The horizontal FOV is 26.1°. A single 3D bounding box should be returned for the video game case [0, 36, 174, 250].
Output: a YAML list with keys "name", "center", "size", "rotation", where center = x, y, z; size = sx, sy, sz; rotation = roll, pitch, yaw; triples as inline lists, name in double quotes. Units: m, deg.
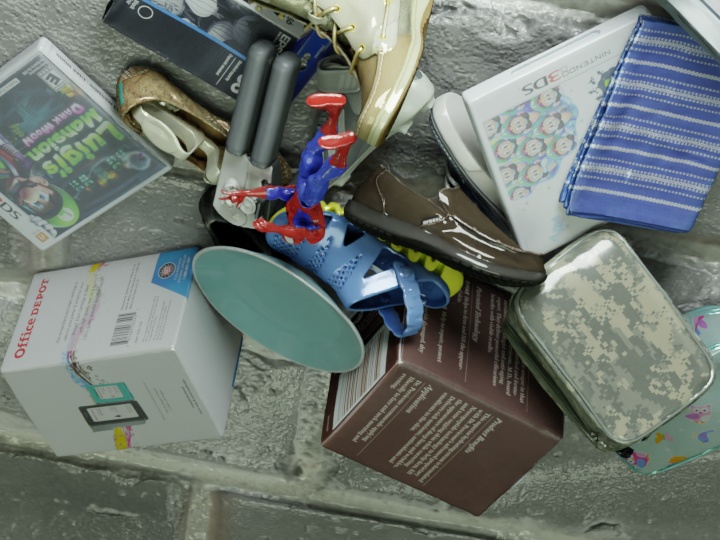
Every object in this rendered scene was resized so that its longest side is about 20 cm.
- name: "video game case"
  center: [-0.315, -0.120, 1.541]
  size: [0.199, 0.023, 0.182]
  rotation: [-28, 124, 30]

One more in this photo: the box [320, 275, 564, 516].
- name: "box"
  center: [0.087, 0.118, 1.613]
  size: [0.199, 0.165, 0.166]
  rotation: [26, 132, -17]

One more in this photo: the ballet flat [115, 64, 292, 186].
- name: "ballet flat"
  center: [-0.153, -0.119, 1.489]
  size: [0.199, 0.066, 0.070]
  rotation: [31, 129, -21]

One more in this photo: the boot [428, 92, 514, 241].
- name: "boot"
  center: [0.102, -0.079, 1.487]
  size: [0.090, 0.073, 0.200]
  rotation: [-22, 125, 29]

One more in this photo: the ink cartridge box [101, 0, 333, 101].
- name: "ink cartridge box"
  center: [-0.125, -0.218, 1.409]
  size: [0.199, 0.039, 0.100]
  rotation: [27, 131, -18]

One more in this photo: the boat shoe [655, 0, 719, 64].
- name: "boat shoe"
  center: [0.265, -0.259, 1.304]
  size: [0.200, 0.074, 0.067]
  rotation: [40, 96, -21]

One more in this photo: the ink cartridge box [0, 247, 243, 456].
- name: "ink cartridge box"
  center: [-0.249, 0.088, 1.646]
  size: [0.198, 0.148, 0.147]
  rotation: [-8, 133, 16]

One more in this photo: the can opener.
- name: "can opener"
  center: [-0.095, -0.124, 1.435]
  size: [0.052, 0.067, 0.201]
  rotation: [25, 131, 12]

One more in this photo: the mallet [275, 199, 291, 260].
- name: "mallet"
  center: [0.000, -0.040, 1.537]
  size: [0.198, 0.041, 0.066]
  rotation: [4, 137, 22]

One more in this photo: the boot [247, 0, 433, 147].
- name: "boot"
  center: [-0.023, -0.205, 1.297]
  size: [0.153, 0.201, 0.072]
  rotation: [19, 146, -9]

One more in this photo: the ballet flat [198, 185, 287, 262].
- name: "ballet flat"
  center: [-0.115, -0.004, 1.600]
  size: [0.066, 0.057, 0.201]
  rotation: [-14, 130, 22]

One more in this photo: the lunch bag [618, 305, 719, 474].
- name: "lunch bag"
  center: [0.341, 0.131, 1.653]
  size: [0.199, 0.078, 0.160]
  rotation: [-27, 126, 29]

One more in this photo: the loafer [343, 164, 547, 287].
- name: "loafer"
  center: [0.085, -0.043, 1.430]
  size: [0.198, 0.072, 0.073]
  rotation: [22, 175, 4]

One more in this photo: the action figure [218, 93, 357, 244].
- name: "action figure"
  center: [-0.068, -0.075, 1.372]
  size: [0.098, 0.066, 0.200]
  rotation: [-8, 153, -13]

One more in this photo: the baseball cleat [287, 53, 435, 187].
- name: "baseball cleat"
  center: [-0.020, -0.143, 1.458]
  size: [0.106, 0.070, 0.200]
  rotation: [44, 124, -13]

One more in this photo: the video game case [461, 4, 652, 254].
- name: "video game case"
  center: [0.203, -0.121, 1.419]
  size: [0.181, 0.024, 0.201]
  rotation: [-26, 130, -1]

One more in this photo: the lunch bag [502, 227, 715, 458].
- name: "lunch bag"
  center: [0.237, 0.078, 1.522]
  size: [0.139, 0.168, 0.201]
  rotation: [-37, 83, -6]

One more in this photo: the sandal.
- name: "sandal"
  center: [0.000, 0.000, 1.488]
  size: [0.198, 0.088, 0.080]
  rotation: [22, 148, -3]

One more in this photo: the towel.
- name: "towel"
  center: [0.276, -0.126, 1.404]
  size: [0.143, 0.024, 0.201]
  rotation: [9, 121, -19]

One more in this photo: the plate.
- name: "plate"
  center: [-0.079, 0.033, 1.560]
  size: [0.199, 0.026, 0.201]
  rotation: [25, 153, 14]
